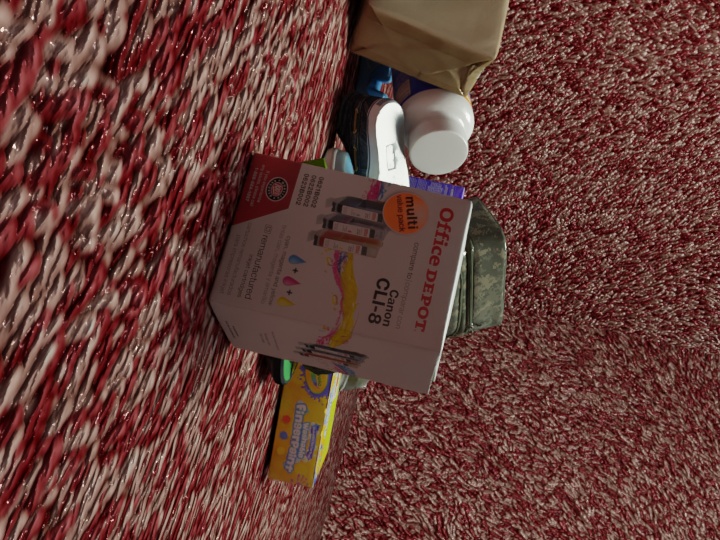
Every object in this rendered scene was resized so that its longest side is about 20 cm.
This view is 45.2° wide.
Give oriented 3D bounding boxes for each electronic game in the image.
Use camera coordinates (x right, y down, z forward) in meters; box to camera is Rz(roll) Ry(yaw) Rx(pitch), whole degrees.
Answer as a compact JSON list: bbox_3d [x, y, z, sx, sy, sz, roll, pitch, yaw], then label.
[{"bbox_3d":[-0.077,0.044,1.081,0.200,0.041,0.201,13,90,-86],"label":"electronic game"}]

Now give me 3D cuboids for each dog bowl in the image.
[{"bbox_3d":[0.023,-0.292,1.363,0.111,0.049,0.201,-51,154,-80],"label":"dog bowl"}]

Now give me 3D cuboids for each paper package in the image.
[{"bbox_3d":[0.101,-0.368,1.167,0.104,0.190,0.201,128,-20,-64],"label":"paper package"}]

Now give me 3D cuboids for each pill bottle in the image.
[{"bbox_3d":[0.104,-0.236,1.247,0.112,0.111,0.201,98,-8,-49],"label":"pill bottle"}]

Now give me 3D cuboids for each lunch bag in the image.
[{"bbox_3d":[0.124,0.007,1.323,0.140,0.167,0.201,-113,-165,-48],"label":"lunch bag"}]

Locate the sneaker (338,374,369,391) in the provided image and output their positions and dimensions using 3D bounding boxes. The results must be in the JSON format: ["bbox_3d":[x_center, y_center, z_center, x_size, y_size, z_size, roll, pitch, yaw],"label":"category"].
[{"bbox_3d":[0.011,0.130,1.408,0.200,0.082,0.075,126,-37,-48],"label":"sneaker"}]

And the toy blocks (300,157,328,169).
[{"bbox_3d":[-0.039,-0.030,0.961,0.137,0.099,0.201,-75,154,-75],"label":"toy blocks"}]

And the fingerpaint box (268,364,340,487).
[{"bbox_3d":[-0.077,0.200,1.312,0.167,0.073,0.201,-55,156,-81],"label":"fingerpaint box"}]

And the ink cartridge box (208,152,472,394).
[{"bbox_3d":[-0.012,0.007,0.779,0.145,0.199,0.146,91,12,-69],"label":"ink cartridge box"}]

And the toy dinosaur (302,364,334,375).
[{"bbox_3d":[-0.034,0.105,1.117,0.102,0.077,0.200,-38,176,14],"label":"toy dinosaur"}]

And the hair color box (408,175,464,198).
[{"bbox_3d":[0.061,-0.096,1.411,0.065,0.199,0.110,-68,169,-53],"label":"hair color box"}]

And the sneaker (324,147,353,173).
[{"bbox_3d":[0.015,-0.079,1.142,0.080,0.130,0.201,80,5,-62],"label":"sneaker"}]

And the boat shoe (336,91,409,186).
[{"bbox_3d":[0.016,-0.151,1.217,0.071,0.091,0.201,-19,122,-34],"label":"boat shoe"}]
